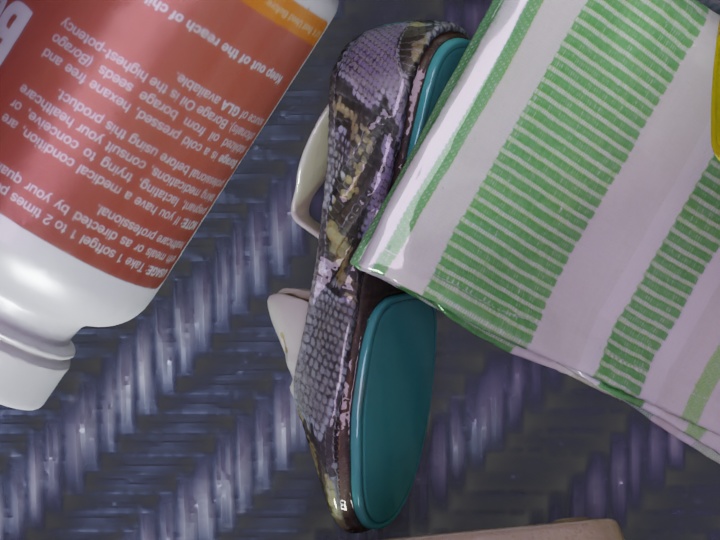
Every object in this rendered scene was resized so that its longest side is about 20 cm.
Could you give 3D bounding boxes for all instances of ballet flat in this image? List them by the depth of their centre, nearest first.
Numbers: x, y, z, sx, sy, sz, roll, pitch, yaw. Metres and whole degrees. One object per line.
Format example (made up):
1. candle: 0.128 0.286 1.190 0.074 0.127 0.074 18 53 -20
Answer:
1. ballet flat: 0.000 0.000 0.813 0.072 0.072 0.201 10 94 5

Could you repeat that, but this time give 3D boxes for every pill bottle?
1. pill bottle: -0.105 -0.052 0.790 0.112 0.112 0.200 34 95 3

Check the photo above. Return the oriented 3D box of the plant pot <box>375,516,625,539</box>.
1. plant pot: 0.037 0.185 0.757 0.199 0.200 0.177 -6 80 6

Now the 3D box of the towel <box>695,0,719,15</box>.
1. towel: 0.086 -0.148 0.738 0.200 0.171 0.048 5 69 5

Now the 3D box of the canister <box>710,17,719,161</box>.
1. canister: 0.206 -0.015 0.708 0.086 0.149 0.200 -28 117 29

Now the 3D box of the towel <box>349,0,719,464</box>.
1. towel: 0.115 -0.021 0.780 0.200 0.023 0.153 27 95 -17
